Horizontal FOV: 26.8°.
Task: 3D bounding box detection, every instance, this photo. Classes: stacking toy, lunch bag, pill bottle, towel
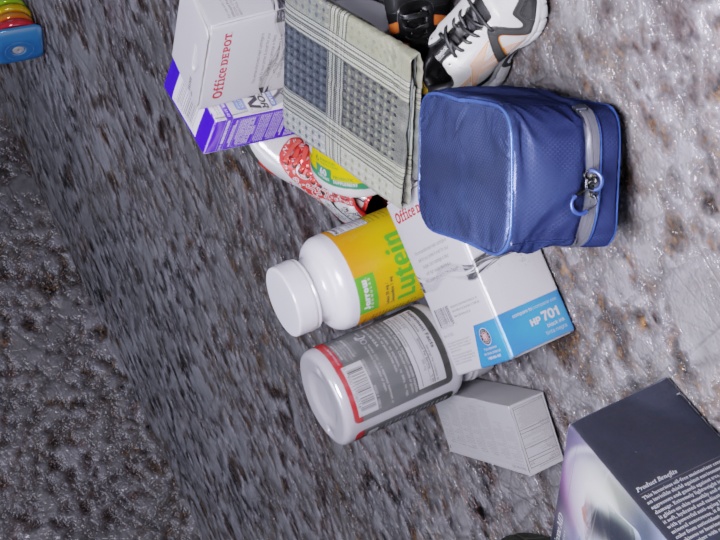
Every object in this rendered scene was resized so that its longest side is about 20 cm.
[{"bbox_3d":[-0.729,-0.538,3.133,0.116,0.109,0.201,109,146,-64],"label":"stacking toy"},{"bbox_3d":[0.150,-0.092,1.344,0.200,0.132,0.137,-152,60,-61],"label":"lunch bag"},{"bbox_3d":[0.043,0.106,1.698,0.114,0.199,0.114,51,154,37],"label":"pill bottle"},{"bbox_3d":[-0.007,-0.181,1.525,0.200,0.034,0.193,38,142,33],"label":"towel"},{"bbox_3d":[0.000,0.000,1.699,0.111,0.199,0.111,51,154,37],"label":"pill bottle"},{"bbox_3d":[-0.004,-0.189,1.646,0.113,0.112,0.201,49,152,41],"label":"pill bottle"}]

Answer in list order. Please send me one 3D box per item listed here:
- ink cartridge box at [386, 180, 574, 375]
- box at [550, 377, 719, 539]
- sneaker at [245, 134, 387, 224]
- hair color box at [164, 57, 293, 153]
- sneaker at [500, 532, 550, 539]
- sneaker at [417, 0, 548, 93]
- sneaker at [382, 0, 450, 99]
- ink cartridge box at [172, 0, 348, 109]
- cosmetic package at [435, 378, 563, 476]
[{"bbox_3d":[0.120,-0.005,1.560,0.201,0.085,0.146,69,159,3],"label":"ink cartridge box"},{"bbox_3d":[0.278,0.246,1.371,0.199,0.123,0.201,52,154,39],"label":"box"},{"bbox_3d":[-0.041,-0.118,1.783,0.201,0.067,0.108,39,165,-15],"label":"sneaker"},{"bbox_3d":[-0.114,-0.212,1.763,0.110,0.199,0.065,58,143,24],"label":"hair color box"},{"bbox_3d":[0.221,0.374,1.700,0.199,0.076,0.115,27,129,52],"label":"sneaker"},{"bbox_3d":[0.110,-0.218,1.388,0.074,0.080,0.200,62,157,19],"label":"sneaker"},{"bbox_3d":[0.061,-0.222,1.485,0.201,0.070,0.090,87,172,-53],"label":"sneaker"},{"bbox_3d":[-0.098,-0.272,1.662,0.084,0.199,0.145,62,156,24],"label":"ink cartridge box"},{"bbox_3d":[0.152,0.172,1.706,0.200,0.050,0.083,5,113,67],"label":"cosmetic package"}]
